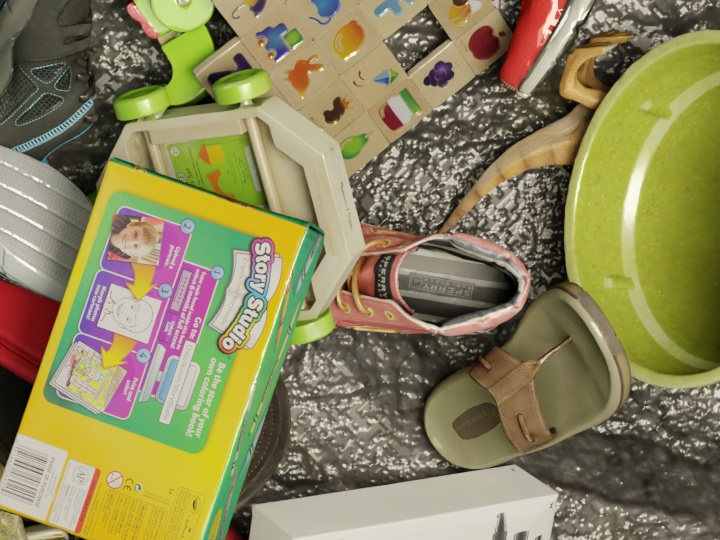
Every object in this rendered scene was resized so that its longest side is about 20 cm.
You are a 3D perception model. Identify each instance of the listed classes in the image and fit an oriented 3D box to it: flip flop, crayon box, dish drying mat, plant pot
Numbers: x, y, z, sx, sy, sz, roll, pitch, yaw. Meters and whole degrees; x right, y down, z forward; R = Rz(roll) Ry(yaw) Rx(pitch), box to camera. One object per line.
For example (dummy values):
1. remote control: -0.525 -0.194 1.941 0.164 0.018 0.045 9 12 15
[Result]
1. flip flop: 0.089 0.073 1.226 0.057 0.200 0.081 -29 85 -37
2. crayon box: -0.108 0.053 1.131 0.118 0.058 0.202 19 88 10
3. dish drying mat: -0.178 0.029 1.206 0.199 0.018 0.077 30 60 13
4. plant pot: 0.252 -0.023 1.212 0.183 0.200 0.202 9 102 -36

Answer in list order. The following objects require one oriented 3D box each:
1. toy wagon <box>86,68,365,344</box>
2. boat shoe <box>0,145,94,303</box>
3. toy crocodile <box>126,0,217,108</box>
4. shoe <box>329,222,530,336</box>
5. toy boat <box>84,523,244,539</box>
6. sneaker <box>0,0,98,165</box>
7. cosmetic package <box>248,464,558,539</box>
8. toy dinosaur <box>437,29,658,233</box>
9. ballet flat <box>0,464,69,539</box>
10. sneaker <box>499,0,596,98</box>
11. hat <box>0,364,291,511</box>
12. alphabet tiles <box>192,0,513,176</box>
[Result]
1. toy wagon: -0.096 -0.032 1.204 0.199 0.040 0.156 -5 109 29
2. boat shoe: -0.227 -0.034 1.191 0.199 0.072 0.071 32 137 -11
3. toy crocodile: -0.131 -0.190 1.205 0.061 0.068 0.201 -26 103 0
4. shoe: 0.000 0.000 1.236 0.198 0.091 0.072 7 84 -7
5. toy boat: -0.104 0.243 1.255 0.130 0.131 0.201 -20 103 -13
6. sneaker: -0.180 -0.126 1.199 0.081 0.073 0.200 24 123 -17
7. cosmetic package: 0.025 0.174 1.253 0.199 0.051 0.083 -5 110 -35
8. toy dinosaur: 0.140 -0.085 1.259 0.198 0.060 0.107 -10 104 -4
9. ballet flat: -0.212 0.149 1.269 0.070 0.071 0.202 -14 102 -3
10. sneaker: 0.109 -0.203 1.235 0.084 0.077 0.202 17 92 2
11. hat: -0.143 0.087 1.245 0.199 0.202 0.081 11 143 -8
12. alphabet tiles: -0.015 -0.145 1.206 0.167 0.008 0.200 -38 133 2
